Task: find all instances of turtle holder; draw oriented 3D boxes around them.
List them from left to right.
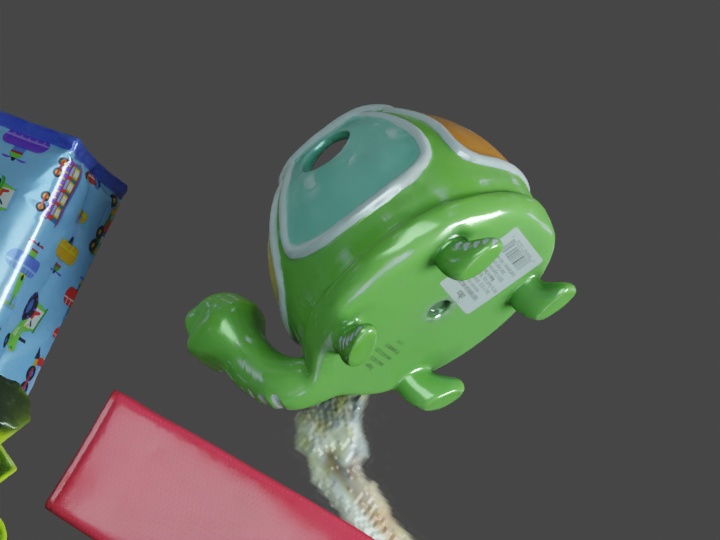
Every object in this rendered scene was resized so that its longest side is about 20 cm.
[{"bbox_3d":[0.009,-0.002,1.457,0.186,0.141,0.132,-51,57,31],"label":"turtle holder"}]

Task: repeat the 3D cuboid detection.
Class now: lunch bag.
[{"bbox_3d":[-0.255,-0.026,1.496,0.200,0.094,0.151,23,81,18],"label":"lunch bag"}]

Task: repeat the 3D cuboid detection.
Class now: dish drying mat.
[{"bbox_3d":[-0.067,0.145,1.471,0.200,0.018,0.077,29,80,10],"label":"dish drying mat"}]

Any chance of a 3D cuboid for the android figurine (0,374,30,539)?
[{"bbox_3d":[-0.258,0.086,1.431,0.200,0.041,0.182,-33,90,37],"label":"android figurine"}]
